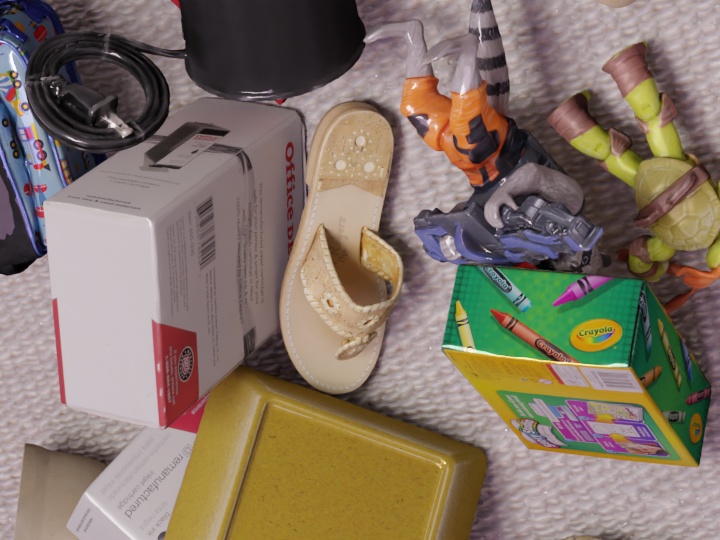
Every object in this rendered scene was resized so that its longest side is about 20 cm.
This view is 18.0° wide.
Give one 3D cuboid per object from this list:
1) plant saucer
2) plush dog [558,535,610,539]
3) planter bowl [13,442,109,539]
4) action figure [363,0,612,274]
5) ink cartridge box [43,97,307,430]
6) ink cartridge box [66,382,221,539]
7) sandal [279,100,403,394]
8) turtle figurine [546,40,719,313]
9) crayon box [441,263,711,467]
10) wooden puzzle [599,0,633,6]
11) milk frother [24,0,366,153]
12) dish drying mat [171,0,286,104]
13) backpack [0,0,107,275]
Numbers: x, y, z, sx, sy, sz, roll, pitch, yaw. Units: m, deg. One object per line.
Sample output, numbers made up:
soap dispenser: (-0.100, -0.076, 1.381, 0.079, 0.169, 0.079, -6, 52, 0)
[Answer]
plant saucer: (-0.023, 0.171, 1.497, 0.198, 0.201, 0.048, 19, 155, -6)
plush dog: (0.153, 0.265, 1.530, 0.198, 0.160, 0.173, -8, 86, 28)
planter bowl: (-0.189, 0.232, 1.648, 0.133, 0.201, 0.202, 6, 119, -9)
action figure: (0.096, -0.066, 1.369, 0.194, 0.104, 0.200, 57, 158, -21)
ink cartridge box: (-0.115, -0.010, 1.480, 0.082, 0.200, 0.148, 10, 117, 24)
ink cartridge box: (-0.077, 0.181, 1.554, 0.200, 0.145, 0.083, 41, 152, 3)
sandal: (-0.005, 0.000, 1.494, 0.077, 0.070, 0.214, -4, 115, -19)
turtle figurine: (0.185, -0.048, 1.400, 0.162, 0.064, 0.200, 50, 136, 5)
crayon box: (0.138, 0.062, 1.407, 0.118, 0.200, 0.059, 5, 70, 22)
wooden puzzle: (0.120, -0.271, 1.318, 0.199, 0.037, 0.186, 27, 123, -10)
milk frother: (-0.109, -0.190, 1.354, 0.179, 0.200, 0.189, 9, 131, 24)
dish drying mat: (-0.101, -0.204, 1.492, 0.200, 0.018, 0.077, 45, 122, 1)
backpack: (-0.246, -0.101, 1.513, 0.133, 0.200, 0.184, -13, 105, 8)
